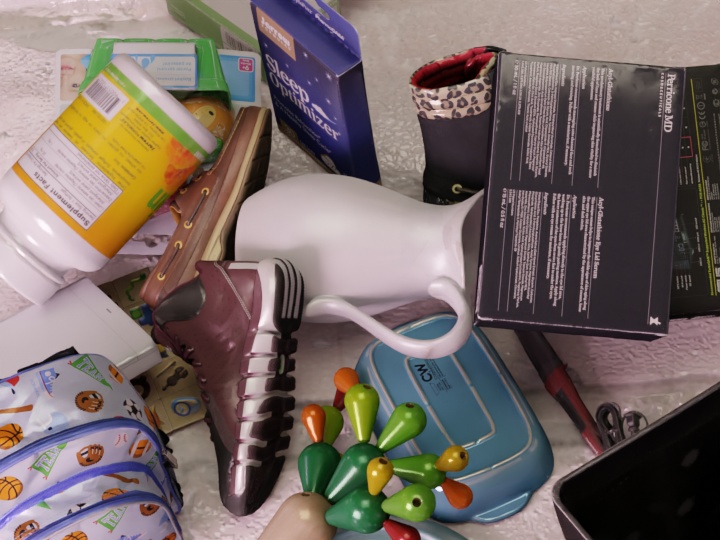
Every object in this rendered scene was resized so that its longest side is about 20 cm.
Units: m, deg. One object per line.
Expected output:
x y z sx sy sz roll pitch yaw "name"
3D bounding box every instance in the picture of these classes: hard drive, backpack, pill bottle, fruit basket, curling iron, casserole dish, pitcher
-0.276 0.085 1.406 0.200 0.026 0.132 -30 39 -21 "hard drive"
-0.224 0.155 1.279 0.200 0.191 0.154 -30 52 -14 "backpack"
-0.223 -0.071 1.440 0.200 0.111 0.111 -47 59 0 "pill bottle"
-0.178 -0.109 1.534 0.185 0.094 0.200 0 62 -4 "fruit basket"
0.163 0.080 1.395 0.050 0.026 0.200 -49 51 16 "curling iron"
0.071 0.107 1.381 0.121 0.039 0.200 -22 53 -11 "casserole dish"
0.000 0.000 1.407 0.200 0.121 0.172 2 43 12 "pitcher"

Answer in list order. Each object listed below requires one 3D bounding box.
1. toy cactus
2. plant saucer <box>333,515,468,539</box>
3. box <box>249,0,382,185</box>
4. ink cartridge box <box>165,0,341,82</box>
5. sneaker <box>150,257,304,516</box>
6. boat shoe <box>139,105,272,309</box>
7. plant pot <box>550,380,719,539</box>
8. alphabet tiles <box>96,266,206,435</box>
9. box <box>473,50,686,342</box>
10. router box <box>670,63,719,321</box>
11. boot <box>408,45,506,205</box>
-0.010 0.163 1.299 0.165 0.102 0.200 -45 37 -5 "toy cactus"
0.015 0.260 1.279 0.200 0.027 0.200 -3 52 4 "plant saucer"
-0.038 -0.159 1.489 0.032 0.200 0.121 -35 57 -19 "box"
-0.069 -0.283 1.681 0.145 0.048 0.200 37 64 28 "ink cartridge box"
-0.113 0.085 1.368 0.115 0.076 0.200 7 85 20 "sneaker"
-0.126 -0.052 1.467 0.068 0.072 0.200 17 74 9 "boat shoe"
0.265 0.213 1.193 0.199 0.177 0.200 -29 55 -15 "plant pot"
-0.212 0.082 1.450 0.200 0.006 0.167 -21 54 -10 "alphabet tiles"
0.162 -0.053 1.313 0.141 0.079 0.200 5 84 2 "box"
0.219 -0.056 1.384 0.150 0.062 0.200 -5 84 -2 "router box"
0.141 -0.114 1.460 0.203 0.154 0.074 -14 34 -2 "boot"
